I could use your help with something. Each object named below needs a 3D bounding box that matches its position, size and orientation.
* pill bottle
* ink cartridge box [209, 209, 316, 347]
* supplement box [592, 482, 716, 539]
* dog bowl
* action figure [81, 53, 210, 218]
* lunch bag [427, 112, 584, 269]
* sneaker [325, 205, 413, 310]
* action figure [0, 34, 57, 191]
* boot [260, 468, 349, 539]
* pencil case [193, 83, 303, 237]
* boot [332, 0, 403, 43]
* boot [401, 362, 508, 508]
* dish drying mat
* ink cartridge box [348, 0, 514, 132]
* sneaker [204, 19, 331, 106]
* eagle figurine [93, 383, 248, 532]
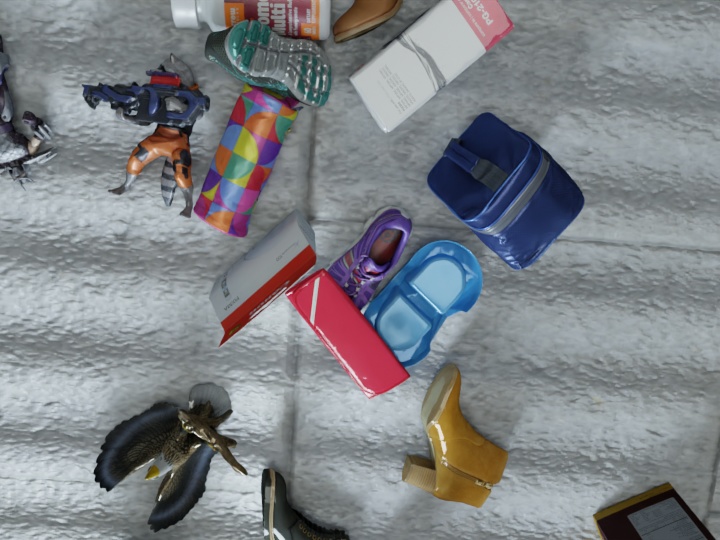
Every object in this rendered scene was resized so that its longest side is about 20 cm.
[{"bbox_3d":[-0.134,-0.349,1.088,0.194,0.110,0.113,0,103,-3],"label":"pill bottle"},{"bbox_3d":[-0.130,0.006,1.122,0.159,0.200,0.047,-40,102,7],"label":"ink cartridge box"},{"bbox_3d":[0.455,0.462,1.252,0.130,0.200,0.201,-22,103,3],"label":"supplement box"},{"bbox_3d":[0.083,0.043,1.218,0.111,0.050,0.200,41,97,-11],"label":"dog bowl"},{"bbox_3d":[-0.273,-0.189,1.145,0.196,0.104,0.198,18,96,21],"label":"action figure"},{"bbox_3d":[0.175,-0.115,1.116,0.132,0.200,0.136,39,97,-29],"label":"lunch bag"},{"bbox_3d":[0.000,0.000,1.187,0.080,0.084,0.202,32,102,-8],"label":"sneaker"},{"bbox_3d":[-0.476,-0.200,1.129,0.127,0.069,0.205,-18,107,-8],"label":"action figure"},{"bbox_3d":[-0.077,0.377,1.281,0.135,0.078,0.205,-5,116,-6],"label":"boot"},{"bbox_3d":[-0.149,-0.147,1.148,0.087,0.089,0.203,26,101,-8],"label":"pencil case"},{"bbox_3d":[0.011,-0.401,1.104,0.199,0.074,0.156,-38,103,-6],"label":"boot"},{"bbox_3d":[0.154,0.243,1.264,0.141,0.071,0.205,16,105,-12],"label":"boot"},{"bbox_3d":[-0.018,0.090,1.188,0.076,0.018,0.201,-30,108,22],"label":"dish drying mat"},{"bbox_3d":[0.082,-0.273,1.096,0.199,0.145,0.085,-39,100,6],"label":"ink cartridge box"},{"bbox_3d":[-0.115,-0.263,1.096,0.090,0.198,0.080,11,86,38],"label":"sneaker"},{"bbox_3d":[-0.269,0.263,1.230,0.199,0.149,0.155,-40,58,36],"label":"eagle figurine"}]
